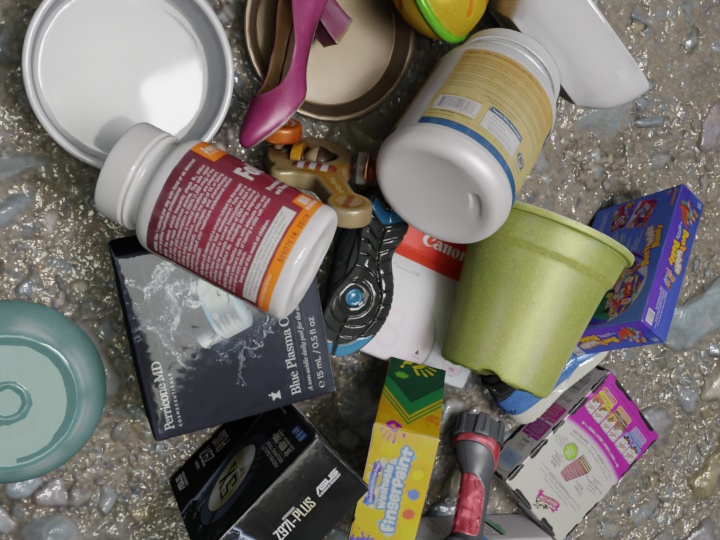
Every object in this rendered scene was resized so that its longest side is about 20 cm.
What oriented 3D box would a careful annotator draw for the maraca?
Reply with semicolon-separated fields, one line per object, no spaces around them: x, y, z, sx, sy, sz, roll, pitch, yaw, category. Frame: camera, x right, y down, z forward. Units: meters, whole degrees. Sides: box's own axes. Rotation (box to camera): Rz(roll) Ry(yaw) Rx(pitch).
0.089;-0.333;0.926;0.137;0.107;0.201;46;44;-42;maraca

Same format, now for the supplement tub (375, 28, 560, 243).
0.118;-0.144;0.893;0.145;0.144;0.200;46;55;-21;supplement tub

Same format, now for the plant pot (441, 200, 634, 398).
0.183;0.038;0.977;0.200;0.200;0.185;24;86;-22;plant pot

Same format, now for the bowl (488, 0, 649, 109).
0.220;-0.266;0.965;0.075;0.200;0.200;-40;111;11;bowl

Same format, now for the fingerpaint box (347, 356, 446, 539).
0.040;0.226;0.960;0.073;0.167;0.201;13;109;4;fingerpaint box

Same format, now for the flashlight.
0.129;0.273;1.034;0.067;0.068;0.201;17;57;0;flashlight

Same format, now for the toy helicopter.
-0.028;-0.093;0.893;0.132;0.200;0.079;-3;119;-21;toy helicopter

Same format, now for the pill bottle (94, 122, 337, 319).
-0.132;-0.049;0.787;0.199;0.114;0.115;28;89;5;pill bottle

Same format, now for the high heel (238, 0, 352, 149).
-0.090;-0.223;0.878;0.096;0.067;0.201;43;63;-30;high heel

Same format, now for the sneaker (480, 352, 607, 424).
0.236;0.091;1.086;0.200;0.077;0.111;-44;120;-1;sneaker

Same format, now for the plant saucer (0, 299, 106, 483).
-0.366;0.132;0.890;0.199;0.036;0.201;-4;101;-20;plant saucer

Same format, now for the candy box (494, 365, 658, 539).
0.281;0.239;1.138;0.200;0.061;0.137;-44;111;-9;candy box

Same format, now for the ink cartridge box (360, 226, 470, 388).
0.090;0.024;1.037;0.162;0.057;0.201;23;95;-22;ink cartridge box

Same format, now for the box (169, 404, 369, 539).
-0.105;0.227;0.915;0.164;0.200;0.086;-45;111;-7;box

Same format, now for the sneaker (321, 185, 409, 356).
0.000;0.000;0.979;0.073;0.082;0.201;21;89;-24;sneaker

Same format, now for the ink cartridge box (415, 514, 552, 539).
0.134;0.397;1.097;0.199;0.084;0.146;4;97;-20;ink cartridge box

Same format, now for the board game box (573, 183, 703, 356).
0.323;0.000;1.035;0.045;0.134;0.201;38;61;-21;board game box

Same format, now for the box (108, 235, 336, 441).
-0.147;0.050;0.915;0.199;0.117;0.198;-14;104;-17;box

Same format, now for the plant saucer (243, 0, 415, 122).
-0.034;-0.266;0.950;0.199;0.029;0.201;-4;101;-19;plant saucer

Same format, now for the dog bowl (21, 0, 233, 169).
-0.232;-0.198;0.860;0.199;0.079;0.201;-3;100;-20;dog bowl
